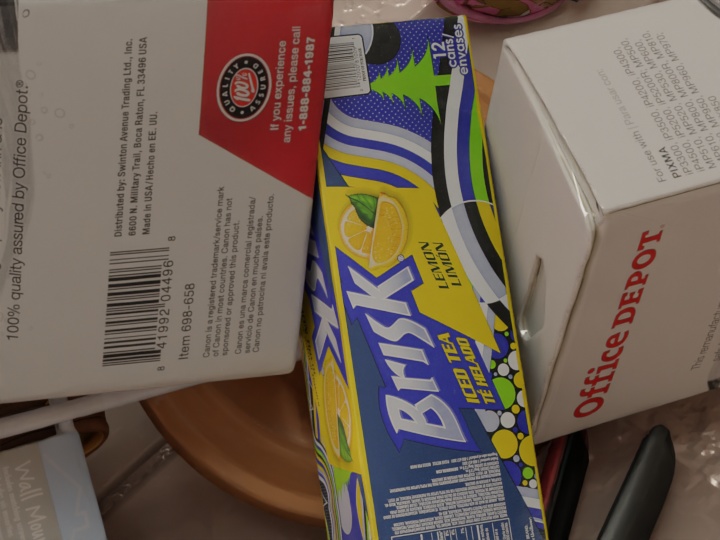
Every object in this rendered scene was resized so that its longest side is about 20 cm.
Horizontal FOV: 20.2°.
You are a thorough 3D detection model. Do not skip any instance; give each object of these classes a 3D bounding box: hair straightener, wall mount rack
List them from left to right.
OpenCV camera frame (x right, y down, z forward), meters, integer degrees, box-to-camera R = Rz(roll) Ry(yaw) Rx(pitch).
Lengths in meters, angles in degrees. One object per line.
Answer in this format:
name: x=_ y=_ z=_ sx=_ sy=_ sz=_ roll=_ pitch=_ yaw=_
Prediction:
wall mount rack: x=-0.078 y=0.102 z=0.721 sx=0.173 sy=0.201 sz=0.074 roll=-14 pitch=0 yaw=-40
hair straightener: x=0.081 y=0.140 z=0.712 sx=0.076 sy=0.041 sz=0.201 roll=8 pitch=55 yaw=22

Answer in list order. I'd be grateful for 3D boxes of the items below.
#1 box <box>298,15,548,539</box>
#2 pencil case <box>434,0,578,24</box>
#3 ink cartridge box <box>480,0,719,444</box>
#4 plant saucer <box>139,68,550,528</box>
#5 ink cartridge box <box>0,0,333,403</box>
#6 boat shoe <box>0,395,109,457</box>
box: x=0.014 y=0.016 z=0.713 sx=0.064 sy=0.070 sz=0.202 roll=-6 pitch=84 yaw=-15
pencil case: x=0.055 y=-0.209 z=0.978 sx=0.086 sy=0.083 sz=0.201 roll=-6 pitch=48 yaw=-11
ink cartridge box: x=0.143 y=-0.031 z=0.728 sx=0.199 sy=0.147 sz=0.083 roll=-15 pitch=58 yaw=-17
plant saucer: x=0.000 y=0.000 z=0.794 sx=0.199 sy=0.032 sz=0.202 roll=2 pitch=72 yaw=-8
ink cartridge box: x=-0.120 y=-0.037 z=0.670 sx=0.199 sy=0.145 sz=0.084 roll=-5 pitch=27 yaw=-24
boat shoe: x=-0.176 y=0.087 z=0.733 sx=0.068 sy=0.072 sz=0.200 roll=45 pitch=58 yaw=12
